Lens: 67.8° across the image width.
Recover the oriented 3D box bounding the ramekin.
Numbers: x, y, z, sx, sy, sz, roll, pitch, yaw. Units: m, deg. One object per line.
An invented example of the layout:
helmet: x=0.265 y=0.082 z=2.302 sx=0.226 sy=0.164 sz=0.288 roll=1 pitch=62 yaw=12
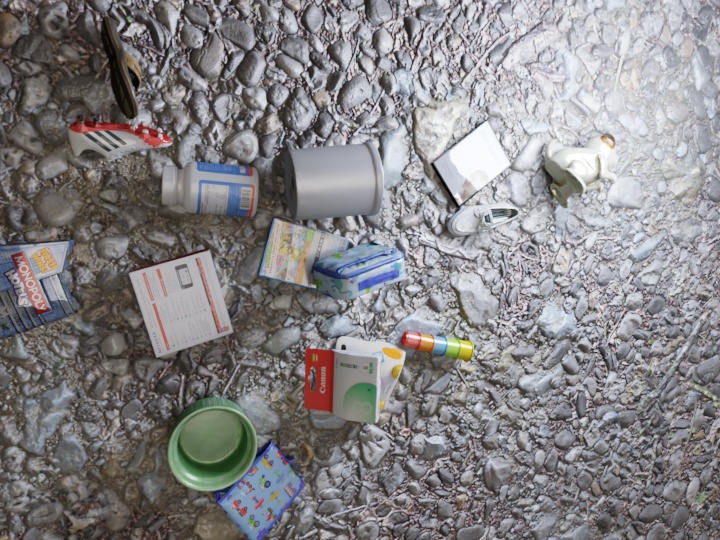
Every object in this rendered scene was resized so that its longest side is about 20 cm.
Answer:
ramekin: x=-0.347 y=0.397 z=1.252 sx=0.198 sy=0.098 sz=0.203 roll=-3 pitch=98 yaw=-18

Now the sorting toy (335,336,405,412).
sorting toy: x=-0.002 y=0.262 z=1.370 sx=0.179 sy=0.107 sz=0.202 roll=26 pitch=88 yaw=-1

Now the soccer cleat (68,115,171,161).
soccer cleat: x=-0.504 y=-0.270 z=1.129 sx=0.198 sy=0.069 sz=0.086 roll=0 pitch=122 yaw=-28

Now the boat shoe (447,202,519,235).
boat shoe: x=0.330 y=-0.144 z=1.432 sx=0.198 sy=0.067 sz=0.074 roll=-21 pitch=103 yaw=-16

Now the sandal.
sandal: x=-0.489 y=-0.421 z=1.115 sx=0.054 sy=0.081 sz=0.202 roll=-18 pitch=96 yaw=-38

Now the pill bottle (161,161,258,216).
pill bottle: x=-0.329 y=-0.179 z=1.174 sx=0.198 sy=0.112 sz=0.114 roll=3 pitch=96 yaw=-19

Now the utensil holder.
utensil holder: x=-0.065 y=-0.204 z=1.233 sx=0.198 sy=0.170 sz=0.172 roll=-7 pitch=99 yaw=-17

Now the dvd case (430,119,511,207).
dvd case: x=0.298 y=-0.283 z=1.428 sx=0.199 sy=0.018 sz=0.143 roll=-39 pitch=107 yaw=-11

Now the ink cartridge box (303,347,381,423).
ink cartridge box: x=-0.049 y=0.278 z=1.312 sx=0.197 sy=0.050 sz=0.163 roll=3 pitch=94 yaw=11

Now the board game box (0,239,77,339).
board game box: x=-0.677 y=0.018 z=1.105 sx=0.198 sy=0.062 sz=0.202 roll=-21 pitch=103 yaw=-15

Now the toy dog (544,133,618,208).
toy dog: x=0.624 y=-0.296 z=1.494 sx=0.199 sy=0.140 sz=0.195 roll=-28 pitch=69 yaw=-12

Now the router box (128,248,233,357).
router box: x=-0.403 y=0.071 z=1.214 sx=0.178 sy=0.049 sz=0.202 roll=-16 pitch=102 yaw=-16

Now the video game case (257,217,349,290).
video game case: x=-0.137 y=-0.034 z=1.310 sx=0.198 sy=0.018 sz=0.145 roll=15 pitch=93 yaw=-21

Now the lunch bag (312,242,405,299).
lunch bag: x=0.000 y=0.000 z=1.271 sx=0.198 sy=0.160 sz=0.083 roll=-19 pitch=112 yaw=-30

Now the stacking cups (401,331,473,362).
stacking cups: x=0.207 y=0.198 z=1.439 sx=0.198 sy=0.060 sz=0.061 roll=15 pitch=92 yaw=-20

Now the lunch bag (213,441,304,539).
lunch bag: x=-0.239 y=0.535 z=1.322 sx=0.200 sy=0.094 sz=0.151 roll=-40 pitch=105 yaw=-20
